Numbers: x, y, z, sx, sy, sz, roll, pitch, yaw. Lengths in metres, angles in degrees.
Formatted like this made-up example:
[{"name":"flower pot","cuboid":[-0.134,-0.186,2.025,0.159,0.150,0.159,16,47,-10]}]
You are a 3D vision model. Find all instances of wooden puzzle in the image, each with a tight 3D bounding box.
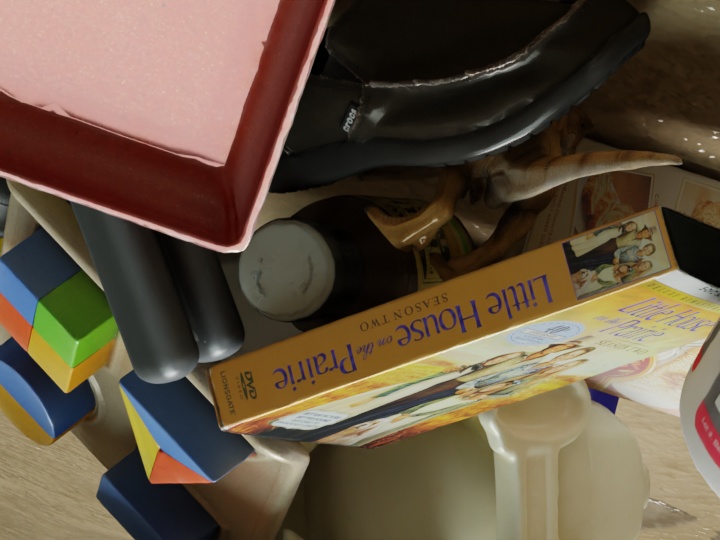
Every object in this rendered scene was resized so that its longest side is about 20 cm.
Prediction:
[{"name":"wooden puzzle","cuboid":[-0.111,0.063,1.141,0.185,0.046,0.200,45,156,13]}]

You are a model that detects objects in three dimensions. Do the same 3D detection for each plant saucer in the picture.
[{"name":"plant saucer","cuboid":[-0.107,-0.118,0.905,0.200,0.037,0.200,19,129,-3]}]

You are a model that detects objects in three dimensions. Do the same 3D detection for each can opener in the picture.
[{"name":"can opener","cuboid":[-0.107,-0.051,1.016,0.053,0.200,0.066,-25,-178,-40]}]

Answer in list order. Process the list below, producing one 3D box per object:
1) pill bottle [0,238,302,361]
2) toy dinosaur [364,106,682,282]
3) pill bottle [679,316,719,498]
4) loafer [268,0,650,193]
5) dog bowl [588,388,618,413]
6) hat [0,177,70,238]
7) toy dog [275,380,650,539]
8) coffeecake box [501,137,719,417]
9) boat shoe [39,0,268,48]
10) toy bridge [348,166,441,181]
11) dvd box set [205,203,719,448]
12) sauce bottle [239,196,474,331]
[{"name":"pill bottle","cuboid":[-0.116,0.009,1.274,0.113,0.113,0.200,30,176,-37]},{"name":"toy dinosaur","cuboid":[0.059,-0.039,0.975,0.060,0.106,0.200,43,-170,-7]},{"name":"pill bottle","cuboid":[0.200,0.006,0.898,0.111,0.111,0.200,19,136,-4]},{"name":"loafer","cuboid":[0.020,-0.081,0.970,0.200,0.073,0.071,-13,109,40]},{"name":"dog bowl","cuboid":[0.045,0.050,1.378,0.200,0.079,0.200,17,164,5]},{"name":"hat","cuboid":[-0.175,-0.060,1.181,0.201,0.081,0.201,27,172,4]},{"name":"toy dog","cuboid":[0.026,0.097,1.229,0.200,0.140,0.194,1,-167,35]},{"name":"coffeecake box","cuboid":[0.164,0.019,1.152,0.200,0.073,0.154,18,164,-1]},{"name":"boat shoe","cuboid":[-0.114,-0.131,0.960,0.200,0.069,0.072,19,164,-4]},{"name":"toy bridge","cuboid":[-0.012,-0.064,1.151,0.200,0.027,0.067,10,165,25]},{"name":"dvd box set","cuboid":[0.058,0.028,1.013,0.200,0.029,0.146,-20,165,22]},{"name":"sauce bottle","cuboid":[0.000,0.000,1.086,0.065,0.065,0.200,14,-175,15]}]
